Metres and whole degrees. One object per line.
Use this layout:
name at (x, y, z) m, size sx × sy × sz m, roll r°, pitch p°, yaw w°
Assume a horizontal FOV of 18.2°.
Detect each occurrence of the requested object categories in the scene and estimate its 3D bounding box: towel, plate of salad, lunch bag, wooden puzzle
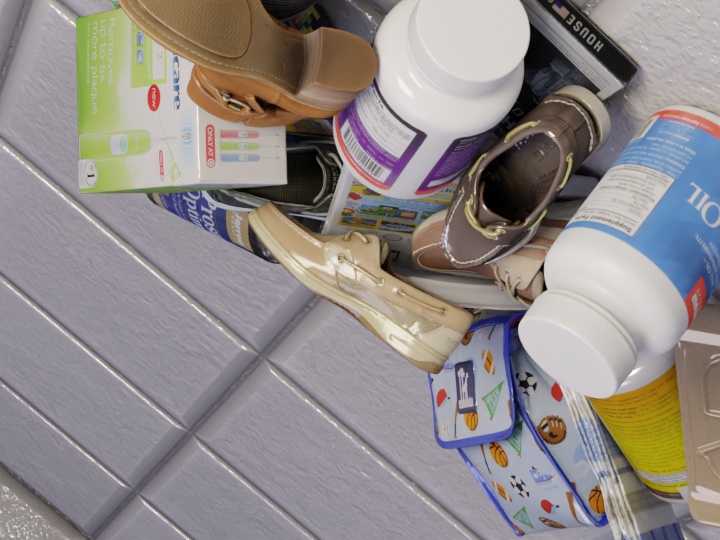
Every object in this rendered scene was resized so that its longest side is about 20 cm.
towel at (0.221, 0.165, 1.888) m, size 0.147 × 0.024 × 0.201 m, roll 1°, pitch -113°, yaw -68°
plate of salad at (0.057, 0.022, 1.913) m, size 0.198 × 0.048 × 0.200 m, roll 9°, pitch -173°, yaw -1°
lunch bag at (0.153, 0.133, 2.023) m, size 0.201 × 0.124 × 0.170 m, roll 56°, pitch 155°, yaw -7°
wooden puzzle at (0.338, 0.118, 1.729) m, size 0.184 × 0.046 × 0.201 m, roll 9°, pitch 124°, yaw 26°

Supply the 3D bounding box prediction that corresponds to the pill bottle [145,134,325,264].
pill bottle at (-0.091, -0.074, 2.011) m, size 0.199 × 0.112 × 0.112 m, roll 26°, pitch 154°, yaw 29°

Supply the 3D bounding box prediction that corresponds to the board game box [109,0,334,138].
board game box at (-0.100, -0.192, 1.880) m, size 0.199 × 0.057 × 0.166 m, roll 10°, pitch 146°, yaw 48°

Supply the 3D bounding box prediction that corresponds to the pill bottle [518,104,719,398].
pill bottle at (0.199, -0.010, 1.576) m, size 0.112 × 0.200 × 0.112 m, roll 32°, pitch 157°, yaw 15°

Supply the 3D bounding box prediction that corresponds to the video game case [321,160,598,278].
video game case at (0.075, -0.042, 1.810) m, size 0.198 × 0.023 × 0.182 m, roll 8°, pitch 157°, yaw -6°

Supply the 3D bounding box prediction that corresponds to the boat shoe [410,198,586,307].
boat shoe at (0.131, -0.012, 1.746) m, size 0.199 × 0.072 × 0.076 m, roll -4°, pitch 155°, yaw 23°

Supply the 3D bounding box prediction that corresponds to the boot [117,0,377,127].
boot at (-0.098, -0.157, 1.596) m, size 0.199 × 0.077 × 0.155 m, roll 13°, pitch 168°, yaw -21°

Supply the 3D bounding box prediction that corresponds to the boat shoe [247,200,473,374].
boat shoe at (0.000, 0.000, 1.795) m, size 0.200 × 0.065 × 0.071 m, roll 37°, pitch -172°, yaw 7°

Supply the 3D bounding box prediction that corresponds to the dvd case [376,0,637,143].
dvd case at (0.104, -0.164, 1.663) m, size 0.150 × 0.025 × 0.200 m, roll 42°, pitch 156°, yaw -6°

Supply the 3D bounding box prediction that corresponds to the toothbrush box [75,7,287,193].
toothbrush box at (-0.144, -0.136, 1.774) m, size 0.199 × 0.086 × 0.147 m, roll 0°, pitch 91°, yaw 55°

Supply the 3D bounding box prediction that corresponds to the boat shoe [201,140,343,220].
boat shoe at (-0.033, -0.071, 1.853) m, size 0.071 × 0.198 × 0.073 m, roll -164°, pitch 69°, yaw -81°

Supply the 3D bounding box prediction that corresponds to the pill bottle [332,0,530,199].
pill bottle at (0.054, -0.135, 1.618) m, size 0.111 × 0.112 × 0.200 m, roll 39°, pitch 157°, yaw 0°

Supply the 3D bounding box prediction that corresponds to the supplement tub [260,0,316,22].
supplement tub at (-0.063, -0.257, 1.594) m, size 0.140 × 0.141 × 0.200 m, roll 42°, pitch 157°, yaw -8°

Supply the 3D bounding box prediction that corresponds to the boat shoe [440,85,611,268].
boat shoe at (0.109, -0.059, 1.657) m, size 0.072 × 0.059 × 0.200 m, roll 48°, pitch 137°, yaw 5°

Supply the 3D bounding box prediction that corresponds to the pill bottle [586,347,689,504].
pill bottle at (0.239, 0.089, 1.818) m, size 0.109 × 0.109 × 0.200 m, roll 11°, pitch 145°, yaw 48°
